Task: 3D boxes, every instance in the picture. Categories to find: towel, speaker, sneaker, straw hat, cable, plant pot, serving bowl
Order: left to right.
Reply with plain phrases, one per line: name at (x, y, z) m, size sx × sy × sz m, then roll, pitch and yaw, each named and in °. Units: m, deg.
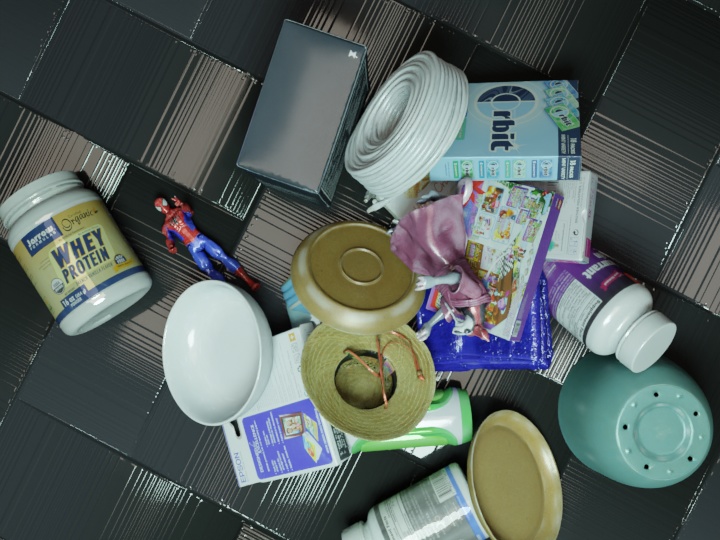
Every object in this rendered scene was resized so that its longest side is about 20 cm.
serving bowl at (-0.194, 0.115, 1.076) m, size 0.198 × 0.065 × 0.203 m, roll -1°, pitch 88°, yaw 35°
sneaker at (-0.026, 0.018, 1.106) m, size 0.198 × 0.080 × 0.132 m, roll -22°, pitch 91°, yaw 0°
plant pot at (0.000, 0.000, 1.071) m, size 0.197 × 0.028 × 0.202 m, roll 6°, pitch 52°, yaw -8°
straw hat at (0.002, 0.158, 1.035) m, size 0.199 × 0.085 × 0.203 m, roll 11°, pitch 53°, yaw -15°
speaker at (0.060, 0.218, 1.100) m, size 0.197 × 0.088 × 0.090 m, roll -5°, pitch 90°, yaw 1°
cable at (0.059, -0.197, 1.013) m, size 0.069 × 0.199 × 0.202 m, roll 28°, pitch 58°, yaw -26°
towel at (0.168, 0.070, 1.069) m, size 0.198 × 0.049 × 0.150 m, roll -6°, pitch 90°, yaw 35°
plant pot at (0.214, 0.300, 1.061) m, size 0.027 × 0.199 × 0.202 m, roll -26°, pitch 90°, yaw 44°
plant pot at (0.394, 0.209, 1.056) m, size 0.198 × 0.161 × 0.204 m, roll 0°, pitch 89°, yaw 1°

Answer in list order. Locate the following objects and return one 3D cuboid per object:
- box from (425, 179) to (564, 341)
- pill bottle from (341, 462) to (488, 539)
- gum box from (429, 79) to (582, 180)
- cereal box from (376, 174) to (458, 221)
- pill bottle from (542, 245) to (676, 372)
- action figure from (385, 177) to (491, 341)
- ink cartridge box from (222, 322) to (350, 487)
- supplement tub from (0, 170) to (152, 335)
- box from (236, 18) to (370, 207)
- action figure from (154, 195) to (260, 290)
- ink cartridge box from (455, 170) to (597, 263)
box at (0.180, -0.021, 1.022) m, size 0.136 × 0.039 × 0.202 m, roll 20°, pitch 95°, yaw 36°
pill bottle at (0.079, 0.373, 1.085) m, size 0.198 × 0.114 × 0.115 m, roll -29°, pitch 89°, yaw 1°
gum box at (0.200, -0.194, 1.041) m, size 0.197 × 0.045 × 0.171 m, roll 0°, pitch 47°, yaw 13°
cereal box at (0.100, -0.132, 1.122) m, size 0.144 × 0.040 × 0.200 m, roll -45°, pitch 89°, yaw -1°
pill bottle at (0.326, 0.044, 1.036) m, size 0.111 × 0.111 × 0.200 m, roll -45°, pitch 53°, yaw 1°
action figure at (0.122, 0.004, 0.998) m, size 0.148 × 0.134 × 0.201 m, roll -28°, pitch 75°, yaw -15°
ink cartridge box at (-0.125, 0.199, 1.099) m, size 0.198 × 0.043 × 0.201 m, roll -21°, pitch 82°, yaw 32°
supplement tub at (-0.409, -0.026, 1.082) m, size 0.144 × 0.144 × 0.201 m, roll -34°, pitch 89°, yaw 1°
box at (-0.072, -0.208, 1.047) m, size 0.122 × 0.198 × 0.202 m, roll 19°, pitch 90°, yaw 1°
action figure at (-0.238, -0.035, 1.104) m, size 0.065 × 0.099 × 0.200 m, roll -44°, pitch 87°, yaw 0°
ink cartridge box at (0.222, -0.076, 1.048) m, size 0.198 × 0.042 × 0.121 m, roll 5°, pitch 86°, yaw 33°
